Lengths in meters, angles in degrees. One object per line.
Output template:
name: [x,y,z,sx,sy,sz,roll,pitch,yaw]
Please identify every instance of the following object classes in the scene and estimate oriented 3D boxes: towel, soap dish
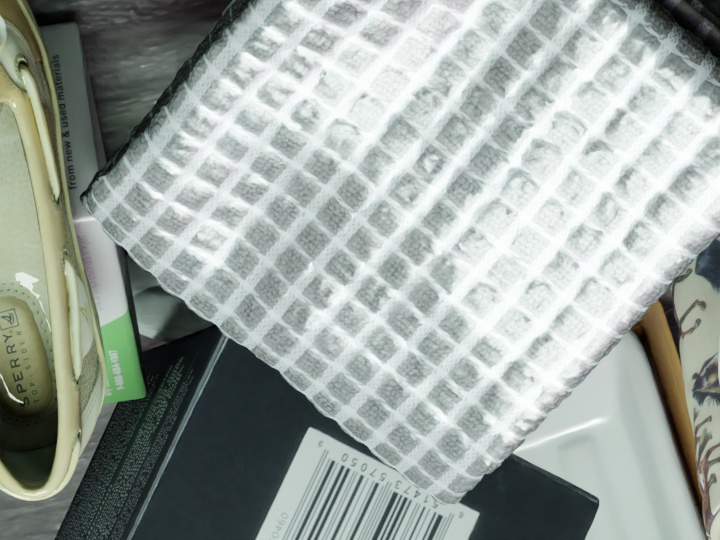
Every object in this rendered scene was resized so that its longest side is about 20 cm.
towel: [0.027,-0.040,0.894,0.165,0.086,0.200,39,123,-3]
soap dish: [0.071,0.119,1.280,0.200,0.158,0.081,-21,168,19]

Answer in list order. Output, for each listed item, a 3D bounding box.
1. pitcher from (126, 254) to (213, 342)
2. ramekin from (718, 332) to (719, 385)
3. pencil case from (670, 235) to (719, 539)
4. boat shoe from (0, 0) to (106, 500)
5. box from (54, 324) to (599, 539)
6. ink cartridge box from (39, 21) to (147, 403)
pitcher: [0.000,0.000,1.071,0.171,0.122,0.200,7,161,-11]
ramekin: [0.205,0.004,0.918,0.200,0.098,0.201,-35,145,-29]
pencil case: [0.158,0.017,1.067,0.078,0.200,0.089,-29,138,32]
boat shoe: [-0.127,-0.027,0.900,0.073,0.201,0.063,-13,-163,-2]
box: [-0.024,0.102,1.067,0.148,0.107,0.200,27,170,-9]
ink cartridge box: [-0.185,-0.003,1.015,0.199,0.085,0.146,-10,152,-3]
